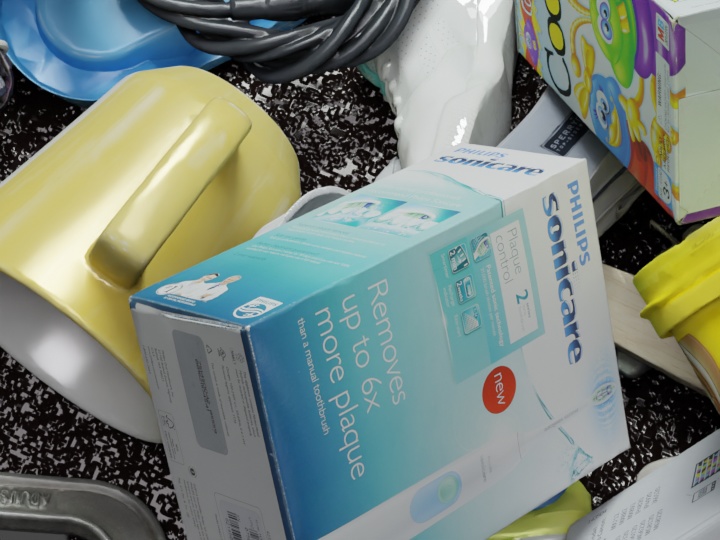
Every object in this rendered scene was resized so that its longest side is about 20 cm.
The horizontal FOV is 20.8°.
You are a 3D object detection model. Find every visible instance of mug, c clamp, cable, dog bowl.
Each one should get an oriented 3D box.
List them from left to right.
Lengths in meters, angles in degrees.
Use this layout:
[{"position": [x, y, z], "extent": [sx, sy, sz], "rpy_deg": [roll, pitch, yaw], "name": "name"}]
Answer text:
[{"position": [-0.172, 0.169, 0.950], "extent": [0.200, 0.027, 0.171], "rpy_deg": [10, 55, -3], "name": "c clamp"}, {"position": [-0.096, -0.016, 0.962], "extent": [0.186, 0.149, 0.153], "rpy_deg": [12, 58, 49], "name": "mug"}, {"position": [-0.098, -0.156, 1.053], "extent": [0.200, 0.050, 0.112], "rpy_deg": [-27, 77, -6], "name": "dog bowl"}, {"position": [-0.054, -0.188, 1.017], "extent": [0.200, 0.051, 0.163], "rpy_deg": [28, 82, 4], "name": "cable"}]

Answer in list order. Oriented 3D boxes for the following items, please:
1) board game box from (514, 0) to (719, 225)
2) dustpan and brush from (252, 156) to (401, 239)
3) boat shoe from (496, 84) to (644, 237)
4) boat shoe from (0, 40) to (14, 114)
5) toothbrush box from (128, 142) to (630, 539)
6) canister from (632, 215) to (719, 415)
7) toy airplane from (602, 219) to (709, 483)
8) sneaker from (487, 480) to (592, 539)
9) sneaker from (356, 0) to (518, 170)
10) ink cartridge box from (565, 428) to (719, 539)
[{"position": [0.153, -0.120, 0.927], "extent": [0.105, 0.103, 0.200], "rpy_deg": [-13, 32, -11], "name": "board game box"}, {"position": [0.000, 0.000, 0.968], "extent": [0.057, 0.200, 0.140], "rpy_deg": [-23, 117, 12], "name": "dustpan and brush"}, {"position": [0.118, -0.061, 1.020], "extent": [0.074, 0.065, 0.200], "rpy_deg": [35, 56, 27], "name": "boat shoe"}, {"position": [-0.209, -0.134, 0.991], "extent": [0.093, 0.200, 0.075], "rpy_deg": [30, 39, 3], "name": "boat shoe"}, {"position": [0.015, 0.046, 0.854], "extent": [0.200, 0.085, 0.147], "rpy_deg": [-26, 115, -37], "name": "toothbrush box"}, {"position": [0.212, 0.064, 0.804], "extent": [0.087, 0.148, 0.200], "rpy_deg": [-36, 77, 32], "name": "canister"}, {"position": [0.219, 0.047, 0.965], "extent": [0.199, 0.141, 0.200], "rpy_deg": [-29, 80, 25], "name": "toy airplane"}, {"position": [0.017, 0.108, 0.983], "extent": [0.200, 0.076, 0.105], "rpy_deg": [2, 57, 1], "name": "sneaker"}, {"position": [0.034, -0.099, 1.028], "extent": [0.088, 0.075, 0.200], "rpy_deg": [6, 60, 13], "name": "sneaker"}, {"position": [0.186, 0.185, 0.898], "extent": [0.200, 0.084, 0.176], "rpy_deg": [46, 121, -11], "name": "ink cartridge box"}]
